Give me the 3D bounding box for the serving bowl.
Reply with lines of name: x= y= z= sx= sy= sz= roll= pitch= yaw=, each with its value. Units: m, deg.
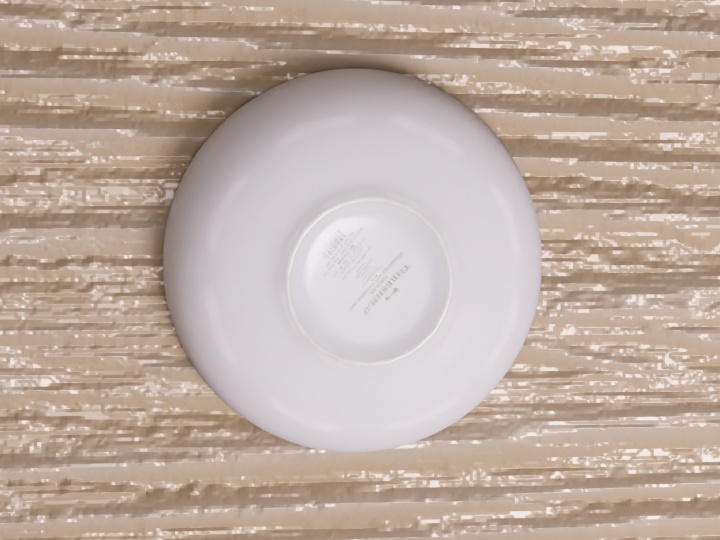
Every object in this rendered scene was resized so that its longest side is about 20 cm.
serving bowl: x=0.000 y=0.000 z=1.142 sx=0.199 sy=0.066 sz=0.202 roll=-1 pitch=99 yaw=-7
